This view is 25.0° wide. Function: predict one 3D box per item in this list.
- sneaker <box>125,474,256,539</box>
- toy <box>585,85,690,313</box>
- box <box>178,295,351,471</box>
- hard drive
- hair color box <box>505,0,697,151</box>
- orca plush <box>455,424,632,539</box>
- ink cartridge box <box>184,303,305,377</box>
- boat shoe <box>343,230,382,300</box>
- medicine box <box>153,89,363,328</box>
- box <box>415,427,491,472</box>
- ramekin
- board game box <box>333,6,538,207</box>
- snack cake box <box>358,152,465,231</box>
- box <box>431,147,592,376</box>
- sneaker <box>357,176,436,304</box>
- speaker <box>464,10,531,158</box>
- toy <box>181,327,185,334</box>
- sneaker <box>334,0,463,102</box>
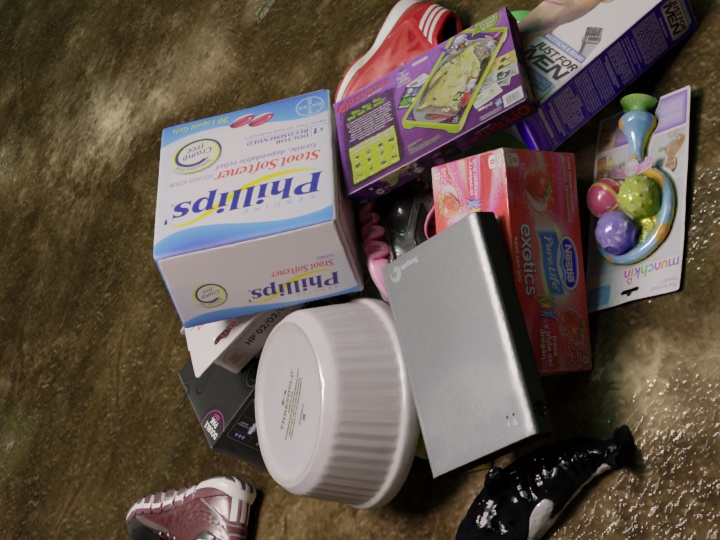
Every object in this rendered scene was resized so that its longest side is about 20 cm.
[{"bbox_3d":[-0.197,0.305,1.804,0.199,0.075,0.117,-27,51,41],"label":"sneaker"},{"bbox_3d":[0.241,-0.071,1.481,0.115,0.047,0.202,-19,53,49],"label":"toy"},{"bbox_3d":[-0.078,0.094,1.736,0.201,0.124,0.149,-54,34,15],"label":"box"},{"bbox_3d":[0.092,0.066,1.433,0.139,0.033,0.202,-32,66,47],"label":"hard drive"},{"bbox_3d":[0.205,-0.209,1.537,0.200,0.065,0.109,-40,44,-7],"label":"hair color box"},{"bbox_3d":[0.143,0.195,1.413,0.199,0.071,0.106,-30,46,40],"label":"orca plush"},{"bbox_3d":[-0.126,0.021,1.678,0.115,0.068,0.201,-45,36,23],"label":"ink cartridge box"},{"bbox_3d":[0.000,0.000,1.670,0.200,0.066,0.072,43,117,21],"label":"boat shoe"},{"bbox_3d":[-0.099,-0.062,1.591,0.180,0.103,0.201,-12,42,8],"label":"medicine box"},{"bbox_3d":[0.095,0.086,1.551,0.050,0.075,0.202,-18,53,46],"label":"box"},{"bbox_3d":[-0.028,0.126,1.547,0.202,0.093,0.205,-8,81,62],"label":"ramekin"},{"bbox_3d":[0.067,-0.152,1.525,0.199,0.032,0.121,-27,53,23],"label":"board game box"},{"bbox_3d":[0.037,-0.101,1.719,0.199,0.115,0.068,-25,49,42],"label":"snack cake box"},{"bbox_3d":[0.136,-0.003,1.479,0.102,0.094,0.202,-12,80,50],"label":"box"},{"bbox_3d":[0.042,-0.066,1.584,0.095,0.079,0.202,-18,63,10],"label":"sneaker"},{"bbox_3d":[0.154,-0.154,1.623,0.088,0.088,0.202,-16,56,48],"label":"speaker"},{"bbox_3d":[-0.098,0.016,1.816,0.201,0.115,0.047,-56,43,11],"label":"toy"},{"bbox_3d":[0.045,-0.213,1.820,0.115,0.078,0.201,22,88,58],"label":"sneaker"}]
